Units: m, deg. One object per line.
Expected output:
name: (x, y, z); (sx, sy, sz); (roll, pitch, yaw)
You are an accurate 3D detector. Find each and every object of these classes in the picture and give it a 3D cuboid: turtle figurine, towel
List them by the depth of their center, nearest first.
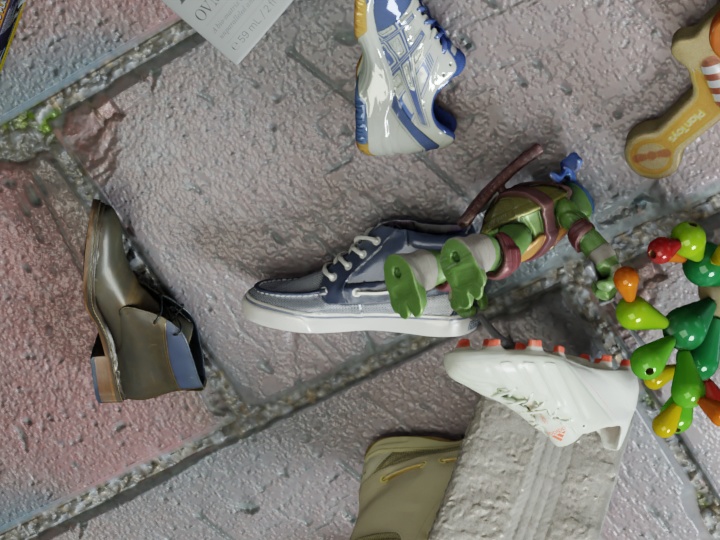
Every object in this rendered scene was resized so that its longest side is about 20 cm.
turtle figurine: (0.124, 0.015, 1.581); (0.144, 0.194, 0.201); (29, 120, 38)
towel: (0.139, 0.172, 1.674); (0.132, 0.201, 0.034); (22, 157, -3)

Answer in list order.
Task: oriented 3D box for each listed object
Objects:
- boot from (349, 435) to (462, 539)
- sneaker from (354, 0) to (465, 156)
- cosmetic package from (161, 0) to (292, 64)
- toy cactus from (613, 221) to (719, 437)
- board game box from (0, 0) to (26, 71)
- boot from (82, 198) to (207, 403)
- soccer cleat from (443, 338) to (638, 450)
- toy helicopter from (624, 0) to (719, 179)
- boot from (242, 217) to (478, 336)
boot: (0.084, 0.207, 1.714); (0.199, 0.156, 0.073); (-2, 128, 18)
sneaker: (0.038, -0.184, 1.590); (0.088, 0.075, 0.201); (0, 124, 3)
cosmetic package: (-0.095, -0.303, 1.528); (0.200, 0.123, 0.199); (40, 119, -6)
toy cactus: (0.269, 0.032, 1.572); (0.102, 0.165, 0.201); (16, 131, 40)
board game box: (-0.376, -0.200, 1.694); (0.165, 0.057, 0.200); (26, 120, 0)
boot: (-0.185, 0.026, 1.758); (0.096, 0.075, 0.201); (0, 124, 2)
soccer cleat: (0.147, 0.098, 1.617); (0.069, 0.199, 0.078); (-2, 79, 51)
toy helicopter: (0.280, -0.131, 1.554); (0.132, 0.079, 0.200); (34, 131, -14)
boot: (0.000, 0.000, 1.693); (0.199, 0.073, 0.091); (1, 110, 6)
